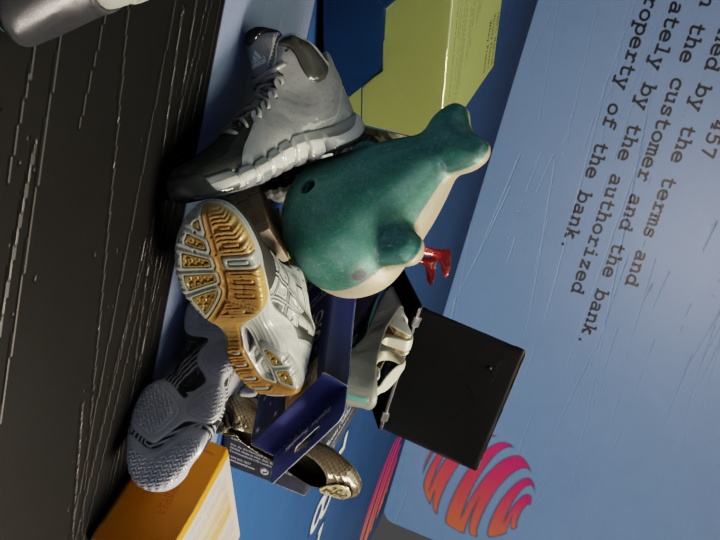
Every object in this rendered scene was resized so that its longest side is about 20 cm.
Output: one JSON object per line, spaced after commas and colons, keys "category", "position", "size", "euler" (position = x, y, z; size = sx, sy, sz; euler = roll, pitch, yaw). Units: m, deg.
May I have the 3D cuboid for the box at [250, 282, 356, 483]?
{"category": "box", "position": [-0.051, 0.087, 0.810], "size": [0.121, 0.032, 0.201], "euler": [-46, -156, 32]}

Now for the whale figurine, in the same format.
{"category": "whale figurine", "position": [0.013, -0.070, 0.743], "size": [0.200, 0.103, 0.160], "euler": [-39, -138, 20]}

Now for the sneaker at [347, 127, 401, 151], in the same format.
{"category": "sneaker", "position": [0.017, -0.125, 0.999], "size": [0.087, 0.077, 0.202], "euler": [103, -2, -64]}

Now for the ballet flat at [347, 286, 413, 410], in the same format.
{"category": "ballet flat", "position": [0.026, 0.089, 0.975], "size": [0.200, 0.063, 0.068], "euler": [-56, 156, -54]}

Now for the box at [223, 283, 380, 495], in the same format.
{"category": "box", "position": [-0.066, 0.121, 1.040], "size": [0.197, 0.116, 0.202], "euler": [-52, 157, -57]}

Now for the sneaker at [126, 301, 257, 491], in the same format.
{"category": "sneaker", "position": [-0.138, 0.111, 0.785], "size": [0.115, 0.074, 0.202], "euler": [77, 31, -64]}

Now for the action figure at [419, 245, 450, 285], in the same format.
{"category": "action figure", "position": [0.000, 0.000, 0.977], "size": [0.065, 0.198, 0.100], "euler": [144, -42, -63]}

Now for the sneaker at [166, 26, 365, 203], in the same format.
{"category": "sneaker", "position": [-0.088, -0.132, 0.698], "size": [0.199, 0.075, 0.117], "euler": [-29, 106, -42]}

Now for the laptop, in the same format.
{"category": "laptop", "position": [0.090, 0.111, 1.081], "size": [0.201, 0.115, 0.189], "euler": [-114, -146, -54]}

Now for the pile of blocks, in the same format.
{"category": "pile of blocks", "position": [-0.090, -0.013, 0.828], "size": [0.200, 0.062, 0.083], "euler": [49, 20, -74]}

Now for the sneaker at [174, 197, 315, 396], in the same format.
{"category": "sneaker", "position": [-0.089, 0.011, 0.710], "size": [0.088, 0.075, 0.201], "euler": [-68, 152, -43]}

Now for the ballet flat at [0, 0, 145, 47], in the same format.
{"category": "ballet flat", "position": [-0.113, -0.191, 0.454], "size": [0.073, 0.072, 0.201], "euler": [89, 23, -59]}

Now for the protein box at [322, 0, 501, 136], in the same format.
{"category": "protein box", "position": [0.060, -0.277, 0.901], "size": [0.200, 0.134, 0.200], "euler": [-55, 155, -46]}

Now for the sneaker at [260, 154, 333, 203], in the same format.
{"category": "sneaker", "position": [-0.062, -0.106, 0.853], "size": [0.200, 0.074, 0.082], "euler": [54, 30, -68]}

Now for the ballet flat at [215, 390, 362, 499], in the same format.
{"category": "ballet flat", "position": [-0.083, 0.195, 0.926], "size": [0.067, 0.199, 0.047], "euler": [-37, -159, 39]}

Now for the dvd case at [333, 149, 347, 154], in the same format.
{"category": "dvd case", "position": [-0.005, -0.212, 1.048], "size": [0.201, 0.016, 0.149], "euler": [93, 20, -54]}

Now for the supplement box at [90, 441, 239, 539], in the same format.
{"category": "supplement box", "position": [-0.179, 0.256, 0.828], "size": [0.201, 0.073, 0.127], "euler": [95, 18, -49]}
